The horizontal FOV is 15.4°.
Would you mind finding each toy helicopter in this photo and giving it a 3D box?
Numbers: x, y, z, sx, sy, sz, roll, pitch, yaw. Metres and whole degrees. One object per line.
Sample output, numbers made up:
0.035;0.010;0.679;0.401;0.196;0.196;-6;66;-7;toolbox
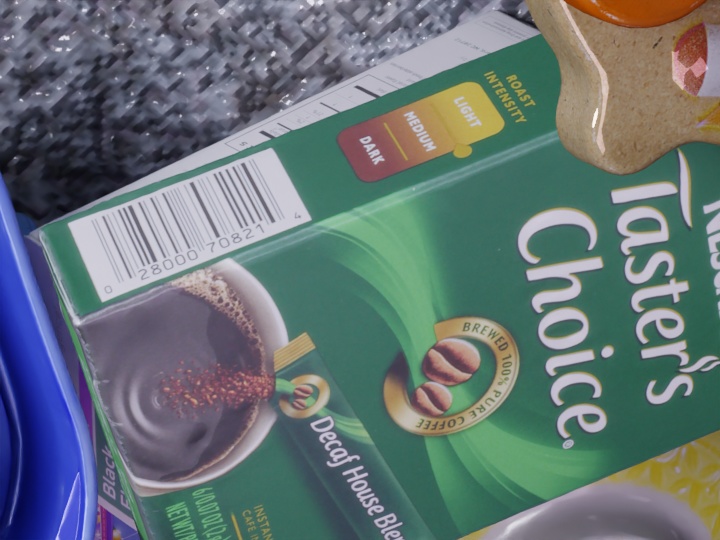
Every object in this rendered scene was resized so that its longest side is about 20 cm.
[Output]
0.108;-0.052;0.622;0.132;0.079;0.201;-33;116;-13;toy helicopter

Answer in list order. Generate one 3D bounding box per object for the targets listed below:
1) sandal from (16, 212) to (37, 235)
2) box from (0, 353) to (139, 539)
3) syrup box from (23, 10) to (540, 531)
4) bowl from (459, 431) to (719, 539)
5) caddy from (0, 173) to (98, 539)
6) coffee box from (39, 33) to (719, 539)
-0.142;0.063;0.881;0.087;0.080;0.200;20;122;-29;sandal
-0.050;0.105;0.845;0.136;0.039;0.202;-22;101;-40;box
0.000;0.000;0.795;0.199;0.081;0.079;-29;134;-37;syrup box
0.069;0.086;0.921;0.198;0.108;0.201;-6;128;-8;bowl
-0.152;0.031;0.704;0.141;0.105;0.201;-21;100;-13;caddy
0.028;0.009;0.686;0.199;0.044;0.124;-21;130;-9;coffee box
